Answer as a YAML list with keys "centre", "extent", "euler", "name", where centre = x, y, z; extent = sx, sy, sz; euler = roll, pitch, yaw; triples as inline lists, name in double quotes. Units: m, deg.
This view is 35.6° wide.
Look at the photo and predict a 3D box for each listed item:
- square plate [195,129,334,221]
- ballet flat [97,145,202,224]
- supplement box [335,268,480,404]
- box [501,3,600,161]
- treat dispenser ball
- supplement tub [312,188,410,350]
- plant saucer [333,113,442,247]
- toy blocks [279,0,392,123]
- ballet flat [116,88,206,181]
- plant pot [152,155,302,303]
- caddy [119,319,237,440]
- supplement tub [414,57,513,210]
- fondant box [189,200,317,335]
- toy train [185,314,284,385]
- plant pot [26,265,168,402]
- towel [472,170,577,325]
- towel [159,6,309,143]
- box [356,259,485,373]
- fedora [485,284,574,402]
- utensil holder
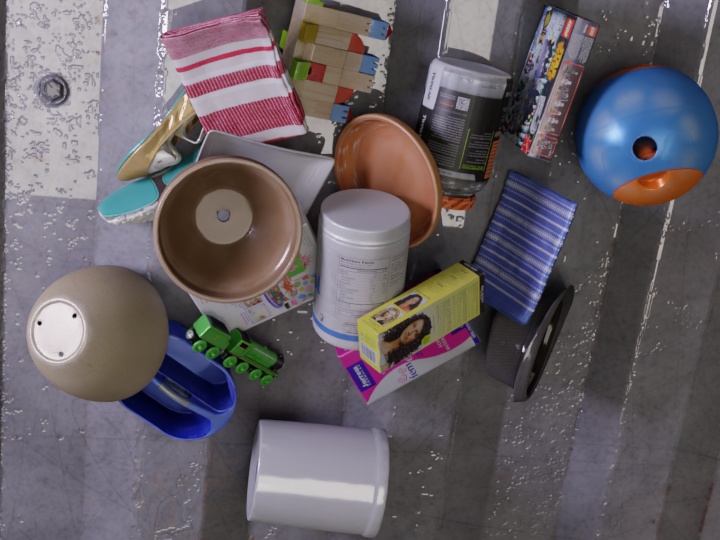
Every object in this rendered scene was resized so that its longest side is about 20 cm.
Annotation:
- centre: [-0.163, -0.107, 1.602]
  extent: [0.198, 0.028, 0.200]
  euler: [11, 126, -30]
  name: "square plate"
- centre: [-0.276, -0.108, 1.610]
  extent: [0.200, 0.072, 0.072]
  euler: [-27, 112, 2]
  name: "ballet flat"
- centre: [0.067, 0.101, 1.718]
  extent: [0.200, 0.103, 0.101]
  euler: [-30, 113, 5]
  name: "supplement box"
- centre: [0.266, -0.269, 1.591]
  extent: [0.040, 0.137, 0.201]
  euler: [13, 107, -16]
  name: "box"
- centre: [0.409, -0.193, 1.606]
  extent: [0.200, 0.201, 0.202]
  euler: [-3, 111, -7]
  name: "treat dispenser ball"
- centre: [0.000, 0.000, 1.590]
  extent: [0.131, 0.132, 0.201]
  euler: [0, 121, -8]
  name: "supplement tub"
- centre: [0.044, -0.130, 1.602]
  extent: [0.037, 0.200, 0.201]
  euler: [-27, 118, -40]
  name: "plant saucer"
- centre: [-0.038, -0.290, 1.571]
  extent: [0.136, 0.100, 0.201]
  euler: [9, 108, -23]
  name: "toy blocks"
- centre: [-0.263, -0.187, 1.575]
  extent: [0.063, 0.069, 0.200]
  euler: [43, 100, 3]
  name: "ballet flat"
- centre: [-0.182, -0.065, 1.525]
  extent: [0.200, 0.093, 0.202]
  euler: [-4, 110, -10]
  name: "plant pot"
- centre: [-0.280, 0.167, 1.687]
  extent: [0.200, 0.105, 0.141]
  euler: [37, 102, -19]
  name: "caddy"
- centre: [0.138, -0.195, 1.607]
  extent: [0.122, 0.123, 0.201]
  euler: [9, 108, -12]
  name: "supplement tub"
- centre: [-0.151, 0.003, 1.648]
  extent: [0.200, 0.058, 0.144]
  euler: [-24, 134, 2]
  name: "fondant box"
- centre: [-0.183, 0.119, 1.678]
  extent: [0.056, 0.042, 0.200]
  euler: [-44, 140, 10]
  name: "toy train"
- centre: [-0.389, 0.087, 1.578]
  extent: [0.200, 0.134, 0.201]
  euler: [-1, 85, 16]
  name: "plant pot"
- centre: [0.236, -0.035, 1.675]
  extent: [0.024, 0.145, 0.201]
  euler: [7, 110, -41]
  name: "towel"
- centre: [-0.165, -0.248, 1.505]
  extent: [0.144, 0.023, 0.200]
  euler: [-12, 130, 13]
  name: "towel"
- centre: [0.088, 0.063, 1.580]
  extent: [0.200, 0.050, 0.075]
  euler: [-30, 134, -27]
  name: "box"
- centre: [0.251, 0.100, 1.735]
  extent: [0.090, 0.177, 0.201]
  euler: [22, 90, 18]
  name: "fedora"
- centre: [-0.069, 0.321, 1.746]
  extent: [0.199, 0.170, 0.170]
  euler: [7, 109, -8]
  name: "utensil holder"
